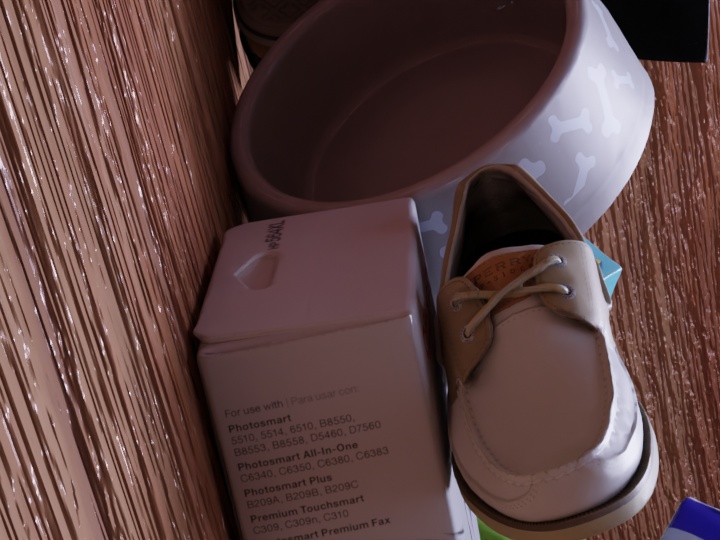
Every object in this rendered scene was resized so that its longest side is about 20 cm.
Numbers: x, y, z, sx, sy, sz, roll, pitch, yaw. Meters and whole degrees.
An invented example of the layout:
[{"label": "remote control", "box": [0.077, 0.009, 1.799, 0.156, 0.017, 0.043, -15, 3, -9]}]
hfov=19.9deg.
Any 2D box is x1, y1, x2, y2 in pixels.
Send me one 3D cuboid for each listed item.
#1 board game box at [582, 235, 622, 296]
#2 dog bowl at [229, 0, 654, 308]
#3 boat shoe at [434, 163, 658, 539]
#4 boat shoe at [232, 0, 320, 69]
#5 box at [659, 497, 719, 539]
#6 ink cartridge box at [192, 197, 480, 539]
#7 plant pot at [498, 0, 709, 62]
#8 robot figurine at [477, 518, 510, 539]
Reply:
[{"label": "board game box", "box": [0.075, 0.031, 1.306, 0.151, 0.047, 0.201, 42, -37, 27]}, {"label": "dog bowl", "box": [0.030, -0.071, 0.924, 0.059, 0.199, 0.201, 56, 18, -39]}, {"label": "boat shoe", "box": [0.057, 0.025, 0.745, 0.200, 0.074, 0.069, -102, 172, -66]}, {"label": "boat shoe", "box": [-0.036, -0.173, 1.075, 0.062, 0.074, 0.201, 84, 3, -49]}, {"label": "box", "box": [0.172, 0.254, 1.081, 0.201, 0.104, 0.184, -59, 161, -20]}, {"label": "ink cartridge box", "box": [0.001, 0.090, 0.808, 0.146, 0.084, 0.201, -87, 166, -71]}, {"label": "plant pot", "box": [0.074, -0.225, 1.002, 0.200, 0.176, 0.201, 71, 15, -62]}, {"label": "robot figurine", "box": [0.063, 0.154, 1.137, 0.116, 0.175, 0.200, -59, 179, 27]}]
